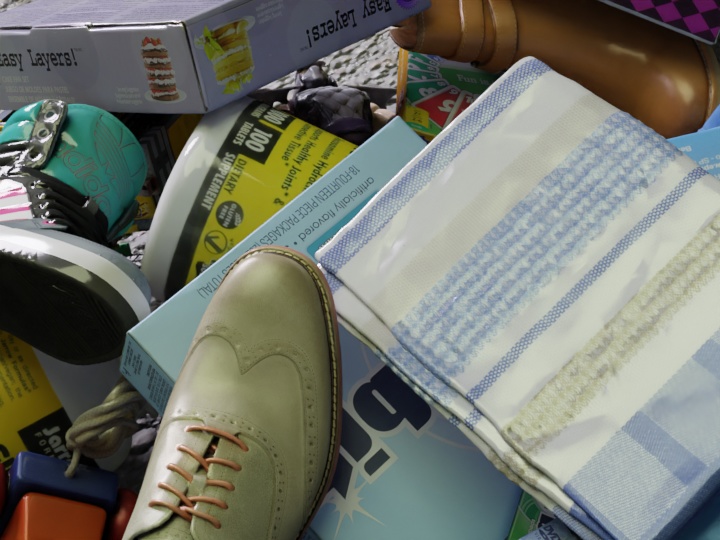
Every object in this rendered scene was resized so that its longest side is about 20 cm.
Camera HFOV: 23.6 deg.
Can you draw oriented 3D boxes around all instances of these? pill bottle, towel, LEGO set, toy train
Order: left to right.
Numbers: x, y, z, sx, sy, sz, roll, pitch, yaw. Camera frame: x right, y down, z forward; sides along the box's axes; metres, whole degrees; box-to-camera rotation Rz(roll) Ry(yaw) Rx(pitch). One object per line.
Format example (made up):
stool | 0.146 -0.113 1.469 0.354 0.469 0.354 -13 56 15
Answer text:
pill bottle | -0.193 0.076 0.906 0.199 0.113 0.113 -29 41 -6
toy train | -0.136 0.136 0.775 0.084 0.201 0.116 16 34 -23
LEGO set | -0.152 -0.028 0.981 0.198 0.155 0.116 5 30 19
pill bottle | 0.000 0.000 0.863 0.198 0.113 0.113 24 52 3
towel | 0.084 0.010 0.676 0.147 0.024 0.200 -44 56 -9

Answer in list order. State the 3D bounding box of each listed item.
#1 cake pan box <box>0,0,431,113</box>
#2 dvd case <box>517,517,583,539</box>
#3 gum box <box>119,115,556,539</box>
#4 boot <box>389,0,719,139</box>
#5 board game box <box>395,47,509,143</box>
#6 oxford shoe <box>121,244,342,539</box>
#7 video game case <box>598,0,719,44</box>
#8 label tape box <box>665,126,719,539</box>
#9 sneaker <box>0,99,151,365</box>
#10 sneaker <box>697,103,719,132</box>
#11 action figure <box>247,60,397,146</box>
cake pan box | -0.093 -0.136 0.930 0.199 0.053 0.184 5 24 41
dvd case | 0.022 0.197 0.667 0.199 0.144 0.018 -28 27 -6
gum box | 0.024 0.055 0.751 0.170 0.045 0.200 -39 79 -26
boot | 0.100 -0.132 0.969 0.154 0.077 0.201 1 40 -30
board game box | 0.070 -0.120 1.027 0.095 0.030 0.201 16 35 -9
oxford shoe | -0.052 0.086 0.662 0.070 0.074 0.202 10 83 10
video game case | 0.130 -0.196 1.001 0.198 0.036 0.181 24 23 11
label tape box | 0.163 0.037 0.697 0.142 0.066 0.202 -13 58 0
sneaker | -0.138 -0.023 0.823 0.199 0.084 0.121 9 50 46
sneaker | 0.175 -0.028 0.820 0.076 0.200 0.112 35 65 0
action figure | -0.002 -0.067 1.010 0.129 0.070 0.201 -12 47 -16
